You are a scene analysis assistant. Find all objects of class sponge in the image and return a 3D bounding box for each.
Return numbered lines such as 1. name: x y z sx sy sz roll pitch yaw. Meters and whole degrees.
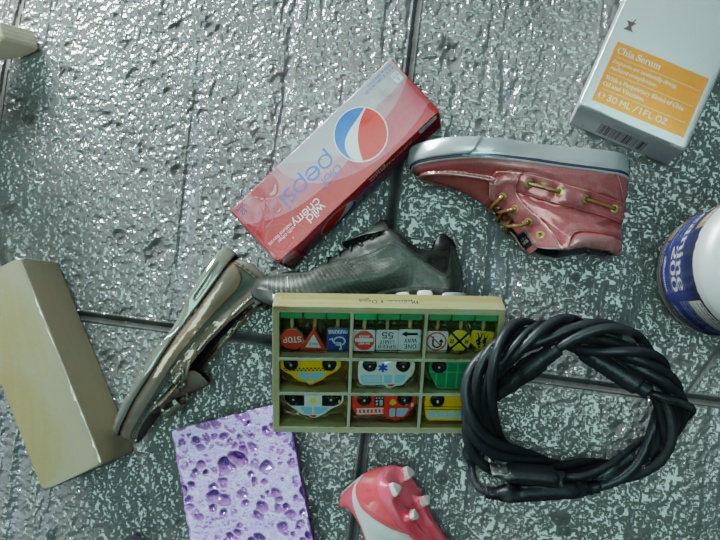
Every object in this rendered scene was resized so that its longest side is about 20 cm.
1. sponge: -0.099 0.232 0.787 0.110 0.030 0.202 -12 77 -3

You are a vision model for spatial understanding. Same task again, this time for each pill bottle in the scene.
1. pill bottle: 0.309 -0.002 0.682 0.110 0.200 0.112 0 87 6

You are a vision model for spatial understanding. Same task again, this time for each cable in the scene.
1. cable: 0.183 0.115 0.736 0.197 0.051 0.165 -4 103 0

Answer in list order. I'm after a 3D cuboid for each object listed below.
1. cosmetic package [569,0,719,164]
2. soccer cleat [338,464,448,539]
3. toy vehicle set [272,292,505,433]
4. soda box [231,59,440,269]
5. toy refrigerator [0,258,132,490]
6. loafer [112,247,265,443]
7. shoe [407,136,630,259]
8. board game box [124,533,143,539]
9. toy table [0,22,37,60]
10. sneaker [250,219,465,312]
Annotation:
1. cosmetic package: 0.272 -0.209 0.763 0.101 0.071 0.202 23 89 8
2. soccer cleat: 0.054 0.269 0.776 0.076 0.067 0.201 -30 89 36
3. toy vehicle set: 0.022 0.082 0.760 0.197 0.027 0.126 1 114 -1
4. soda box: -0.020 -0.095 0.796 0.200 0.063 0.070 -43 83 2
5. toy refrigerator: -0.293 0.095 0.813 0.069 0.076 0.202 -24 85 5
6. loafer: -0.154 0.078 0.803 0.063 0.072 0.201 31 88 0
7. shoe: 0.138 -0.062 0.770 0.198 0.071 0.092 5 82 3
8. board game box: -0.205 0.390 0.803 0.199 0.041 0.200 40 92 7
9. toy table: -0.406 -0.210 0.802 0.116 0.184 0.202 -19 97 21
10. sneaker: 0.000 0.000 0.788 0.197 0.066 0.092 0 82 0
